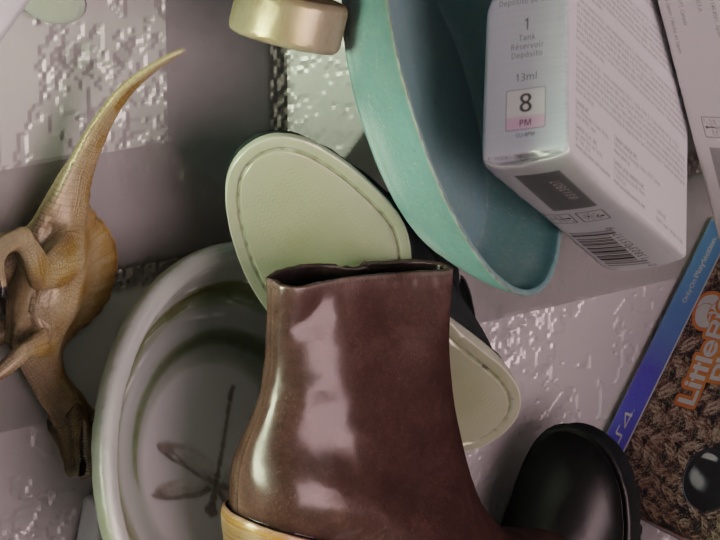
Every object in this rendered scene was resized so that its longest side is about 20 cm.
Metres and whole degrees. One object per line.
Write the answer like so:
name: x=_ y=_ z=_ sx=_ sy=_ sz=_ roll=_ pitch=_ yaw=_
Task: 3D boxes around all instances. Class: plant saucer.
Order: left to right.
plant saucer: x=-0.059 y=0.088 z=1.278 sx=0.200 sy=0.050 sz=0.200 roll=10 pitch=77 yaw=-48
plant saucer: x=0.037 y=-0.081 z=1.271 sx=0.200 sy=0.036 sz=0.200 roll=-16 pitch=90 yaw=-69

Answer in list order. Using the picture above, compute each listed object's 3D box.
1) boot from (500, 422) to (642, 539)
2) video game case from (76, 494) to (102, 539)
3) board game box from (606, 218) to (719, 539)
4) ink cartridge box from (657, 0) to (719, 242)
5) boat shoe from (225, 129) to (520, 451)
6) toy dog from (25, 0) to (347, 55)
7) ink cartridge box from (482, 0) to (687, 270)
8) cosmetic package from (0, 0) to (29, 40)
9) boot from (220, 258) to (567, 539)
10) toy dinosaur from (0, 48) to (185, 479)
boot: x=0.055 y=0.177 z=1.375 sx=0.162 sy=0.073 sz=0.199 roll=-7 pitch=116 yaw=-54
video game case: x=-0.054 y=0.175 z=1.353 sx=0.200 sy=0.018 sz=0.143 roll=2 pitch=102 yaw=-37
board game box: x=0.236 y=0.083 z=1.421 sx=0.097 sy=0.200 sz=0.160 roll=29 pitch=85 yaw=-38
ink cartridge box: x=0.210 y=-0.140 z=1.395 sx=0.176 sy=0.045 sz=0.200 roll=-45 pitch=128 yaw=-41
boat shoe: x=0.002 y=-0.001 z=1.281 sx=0.074 sy=0.066 sz=0.199 roll=-38 pitch=123 yaw=14
toy dog: x=-0.091 y=-0.157 z=1.192 sx=0.200 sy=0.096 sz=0.132 roll=30 pitch=88 yaw=-24
ink cartridge box: x=0.109 y=-0.118 z=1.323 sx=0.163 sy=0.057 sz=0.200 roll=34 pitch=51 yaw=-59
cosmetic package: x=-0.192 y=-0.198 z=1.017 sx=0.167 sy=0.200 sz=0.166 roll=42 pitch=79 yaw=-36
boot: x=0.031 y=0.080 z=1.254 sx=0.200 sy=0.072 sz=0.167 roll=0 pitch=104 yaw=-37
toy dinosaur: x=-0.138 y=-0.005 z=1.223 sx=0.101 sy=0.058 sz=0.200 roll=-13 pitch=121 yaw=-49
